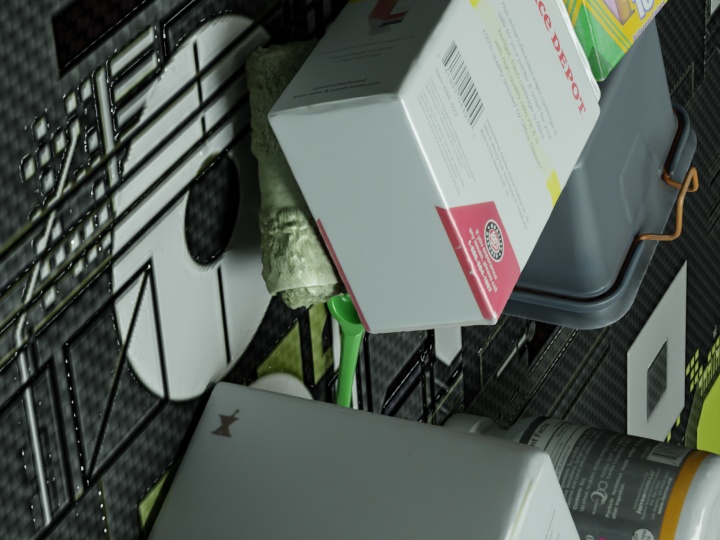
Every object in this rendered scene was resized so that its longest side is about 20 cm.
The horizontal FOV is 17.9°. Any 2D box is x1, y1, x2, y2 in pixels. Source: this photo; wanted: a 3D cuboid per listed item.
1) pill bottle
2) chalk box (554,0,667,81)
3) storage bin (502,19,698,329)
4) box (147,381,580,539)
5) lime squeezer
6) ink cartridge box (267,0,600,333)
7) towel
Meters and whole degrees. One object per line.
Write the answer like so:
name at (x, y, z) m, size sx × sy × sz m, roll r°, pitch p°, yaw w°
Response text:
pill bottle at (0.149, 0.163, 1.559) m, size 0.116 × 0.199 × 0.117 m, roll 10°, pitch 90°, yaw -67°
chalk box at (0.095, -0.228, 1.328) m, size 0.124 × 0.124 × 0.201 m, roll -49°, pitch 133°, yaw -37°
storage bin at (0.145, -0.082, 1.506) m, size 0.135 × 0.145 × 0.201 m, roll 76°, pitch 33°, yaw -48°
box at (-0.004, 0.196, 1.223) m, size 0.172 × 0.198 × 0.201 m, roll 66°, pitch 41°, yaw -52°
lime squeezer at (0.000, 0.000, 1.370) m, size 0.071 × 0.037 × 0.201 m, roll 166°, pitch -64°, yaw -81°
ink cartridge box at (0.046, -0.084, 1.240) m, size 0.146 × 0.083 × 0.200 m, roll 65°, pitch 35°, yaw -27°
towel at (0.001, -0.058, 1.277) m, size 0.200 × 0.036 × 0.149 m, roll -7°, pitch 91°, yaw -59°
